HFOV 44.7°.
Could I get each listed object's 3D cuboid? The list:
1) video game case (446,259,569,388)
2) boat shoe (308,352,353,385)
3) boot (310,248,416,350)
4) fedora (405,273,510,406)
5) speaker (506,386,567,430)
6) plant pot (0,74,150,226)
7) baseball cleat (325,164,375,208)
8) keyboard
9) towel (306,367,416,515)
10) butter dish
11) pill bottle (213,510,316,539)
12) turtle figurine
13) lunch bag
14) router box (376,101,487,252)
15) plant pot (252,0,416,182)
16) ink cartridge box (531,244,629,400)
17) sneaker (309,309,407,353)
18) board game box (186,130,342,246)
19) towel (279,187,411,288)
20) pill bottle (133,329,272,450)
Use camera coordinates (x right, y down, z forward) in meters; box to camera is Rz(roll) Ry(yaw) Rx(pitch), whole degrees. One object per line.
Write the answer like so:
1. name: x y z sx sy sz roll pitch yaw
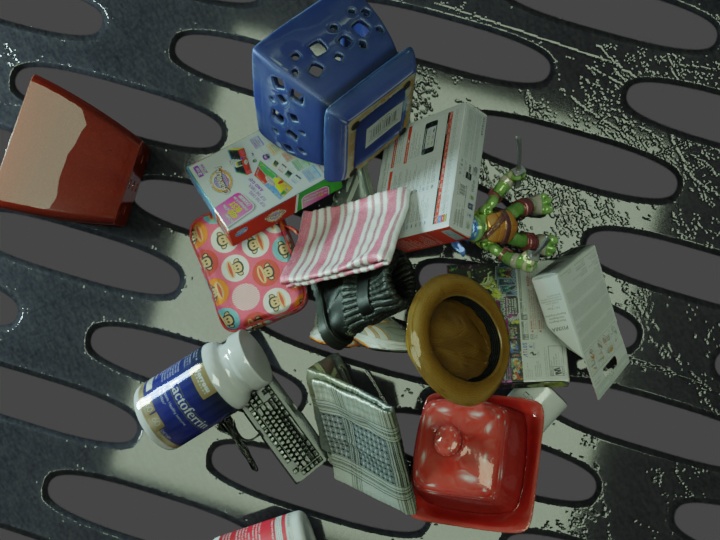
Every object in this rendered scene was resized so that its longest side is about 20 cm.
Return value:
1. video game case: 0.227 0.084 1.364 0.179 0.036 0.202 -3 67 6
2. boat shoe: -0.004 0.222 1.387 0.066 0.072 0.202 -35 89 -9
3. boot: 0.002 0.001 1.318 0.157 0.079 0.213 -38 49 31
4. fedora: 0.129 0.104 1.280 0.199 0.081 0.203 9 75 -35
5. speaker: 0.229 0.257 1.372 0.081 0.081 0.200 42 89 3
6. plant pot: -0.437 -0.164 1.371 0.174 0.200 0.202 19 89 -8
7. baseball cleat: -0.024 -0.130 1.405 0.105 0.070 0.202 -20 86 1
8. keyboard: -0.155 0.259 1.418 0.127 0.021 0.201 -37 86 0
9. towel: -0.005 0.255 1.309 0.034 0.199 0.194 -30 121 -32
10. butter dish: 0.149 0.262 1.274 0.198 0.148 0.202 0 66 28
11. pill bottle: -0.168 0.457 1.364 0.198 0.112 0.114 -18 87 1
12. turtle figurine: 0.252 -0.075 1.318 0.200 0.193 0.145 -48 64 30
13. lunch bag: -0.165 -0.015 1.399 0.174 0.082 0.202 -19 86 1
14. router box: 0.100 -0.136 1.330 0.049 0.179 0.202 23 69 -35
15. plant pot: -0.030 -0.265 1.304 0.200 0.201 0.180 -40 70 -22
16. ink cartridge box: 0.342 0.077 1.345 0.057 0.162 0.202 -9 101 37
17. sneaker: 0.021 0.081 1.395 0.197 0.076 0.093 7 83 1
18. board game box: -0.150 -0.147 1.372 0.199 0.040 0.154 -29 60 -13
19. towel: -0.023 -0.051 1.306 0.198 0.030 0.147 -13 44 32
20. pill bottle: -0.243 0.183 1.365 0.199 0.116 0.116 -33 87 9
